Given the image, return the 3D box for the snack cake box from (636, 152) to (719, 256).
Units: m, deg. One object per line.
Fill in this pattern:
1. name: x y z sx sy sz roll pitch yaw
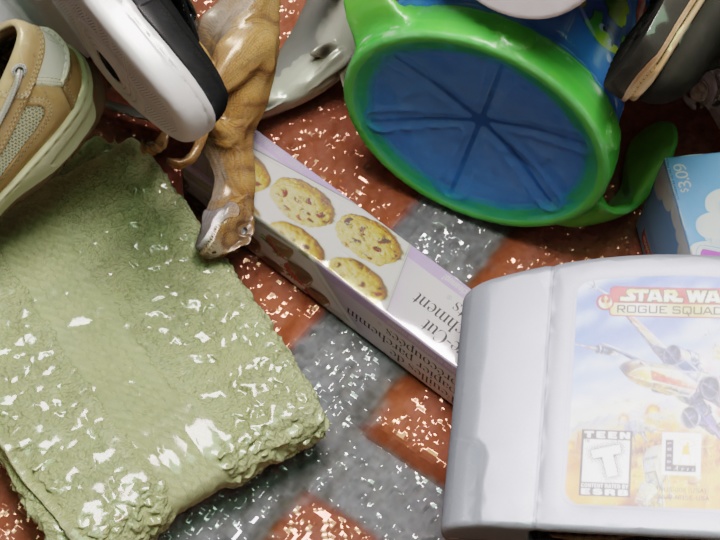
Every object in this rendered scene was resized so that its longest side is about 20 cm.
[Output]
1. snack cake box: 0.211 0.041 0.872 0.115 0.067 0.200 -6 60 -9

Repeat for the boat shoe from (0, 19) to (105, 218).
1. boat shoe: -0.201 -0.031 0.820 0.072 0.076 0.200 38 90 26

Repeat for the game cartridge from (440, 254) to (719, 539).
1. game cartridge: 0.139 0.058 0.806 0.200 0.042 0.133 1 67 11

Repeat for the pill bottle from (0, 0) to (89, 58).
1. pill bottle: -0.156 -0.171 0.936 0.114 0.114 0.200 28 61 11

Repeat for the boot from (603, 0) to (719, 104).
1. boot: 0.208 -0.104 0.861 0.138 0.077 0.200 43 51 2

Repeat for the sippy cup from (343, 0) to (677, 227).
1. sippy cup: 0.078 -0.113 0.908 0.140 0.178 0.130 11 57 24

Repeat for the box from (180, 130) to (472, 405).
1. box: 0.000 0.000 0.892 0.200 0.039 0.041 38 66 16

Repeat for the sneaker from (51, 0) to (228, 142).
1. sneaker: -0.089 -0.152 0.810 0.112 0.073 0.200 -34 62 -12

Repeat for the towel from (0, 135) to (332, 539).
1. towel: -0.120 0.032 0.864 0.148 0.036 0.200 -30 64 -21

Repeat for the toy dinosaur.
1. toy dinosaur: -0.059 -0.108 0.863 0.106 0.060 0.200 13 103 -15

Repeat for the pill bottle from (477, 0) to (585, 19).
1. pill bottle: 0.118 -0.198 0.837 0.113 0.113 0.200 36 49 15

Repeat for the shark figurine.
1. shark figurine: -0.033 -0.131 0.962 0.214 0.128 0.089 -47 41 -3

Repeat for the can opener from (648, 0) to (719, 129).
1. can opener: 0.163 -0.151 0.956 0.066 0.053 0.200 -24 73 -22
